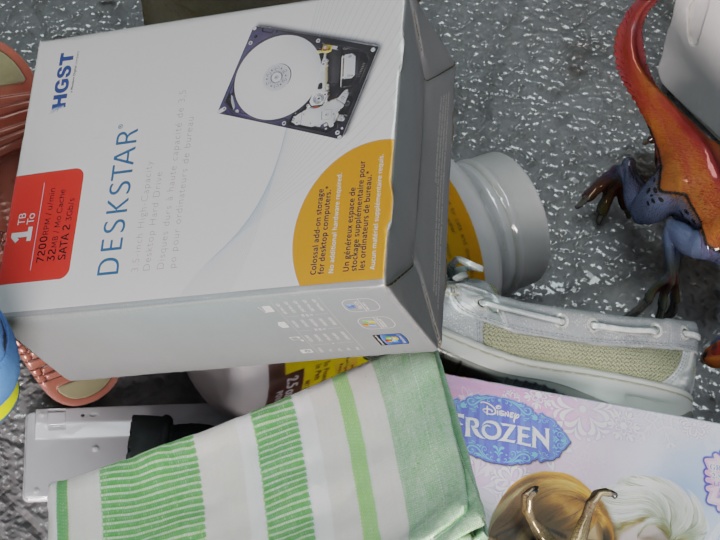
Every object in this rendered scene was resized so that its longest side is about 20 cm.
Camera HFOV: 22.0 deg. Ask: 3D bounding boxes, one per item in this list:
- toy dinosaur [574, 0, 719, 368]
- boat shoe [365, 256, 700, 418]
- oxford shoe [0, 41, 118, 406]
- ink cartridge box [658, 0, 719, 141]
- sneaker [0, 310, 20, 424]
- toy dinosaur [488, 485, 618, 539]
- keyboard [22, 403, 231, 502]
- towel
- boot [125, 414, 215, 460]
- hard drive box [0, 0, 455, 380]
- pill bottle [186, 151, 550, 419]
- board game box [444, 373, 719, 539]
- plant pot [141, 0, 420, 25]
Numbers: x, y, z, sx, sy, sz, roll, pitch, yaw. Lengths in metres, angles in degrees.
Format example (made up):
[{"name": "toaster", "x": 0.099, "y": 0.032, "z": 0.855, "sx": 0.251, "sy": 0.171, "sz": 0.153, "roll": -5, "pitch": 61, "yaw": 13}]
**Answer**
[{"name": "toy dinosaur", "x": 0.183, "y": -0.027, "z": 1.022, "sx": 0.104, "sy": 0.201, "sz": 0.182, "roll": -26, "pitch": 23, "yaw": -6}, {"name": "boat shoe", "x": 0.078, "y": 0.032, "z": 0.933, "sx": 0.200, "sy": 0.074, "sz": 0.065, "roll": 16, "pitch": 73, "yaw": -10}, {"name": "oxford shoe", "x": -0.177, "y": -0.026, "z": 0.994, "sx": 0.070, "sy": 0.074, "sz": 0.202, "roll": -18, "pitch": 98, "yaw": -19}, {"name": "ink cartridge box", "x": 0.298, "y": -0.176, "z": 1.152, "sx": 0.199, "sy": 0.145, "sz": 0.084, "roll": -23, "pitch": 55, "yaw": -23}, {"name": "sneaker", "x": -0.230, "y": -0.007, "z": 0.846, "sx": 0.200, "sy": 0.079, "sz": 0.066, "roll": 36, "pitch": 58, "yaw": 24}, {"name": "toy dinosaur", "x": 0.098, "y": 0.165, "z": 0.815, "sx": 0.101, "sy": 0.058, "sz": 0.200, "roll": -33, "pitch": 71, "yaw": -12}, {"name": "keyboard", "x": -0.078, "y": 0.095, "z": 0.980, "sx": 0.198, "sy": 0.011, "sz": 0.057, "roll": -2, "pitch": 55, "yaw": -6}, {"name": "towel", "x": -0.048, "y": 0.106, "z": 0.818, "sx": 0.199, "sy": 0.023, "sz": 0.153, "roll": -23, "pitch": 32, "yaw": 5}, {"name": "boot", "x": -0.036, "y": 0.152, "z": 0.889, "sx": 0.167, "sy": 0.077, "sz": 0.201, "roll": 2, "pitch": 46, "yaw": -1}, {"name": "hard drive box", "x": -0.062, "y": -0.038, "z": 0.885, "sx": 0.198, "sy": 0.077, "sz": 0.157, "roll": -6, "pitch": 63, "yaw": 21}, {"name": "pill bottle", "x": 0.000, "y": 0.000, "z": 0.997, "sx": 0.199, "sy": 0.110, "sz": 0.109, "roll": -19, "pitch": 54, "yaw": -24}, {"name": "board game box", "x": 0.108, "y": 0.159, "z": 0.866, "sx": 0.198, "sy": 0.041, "sz": 0.201, "roll": 10, "pitch": 62, "yaw": -13}, {"name": "plant pot", "x": -0.048, "y": -0.147, "z": 1.066, "sx": 0.199, "sy": 0.184, "sz": 0.201, "roll": 5, "pitch": 45, "yaw": -5}]
